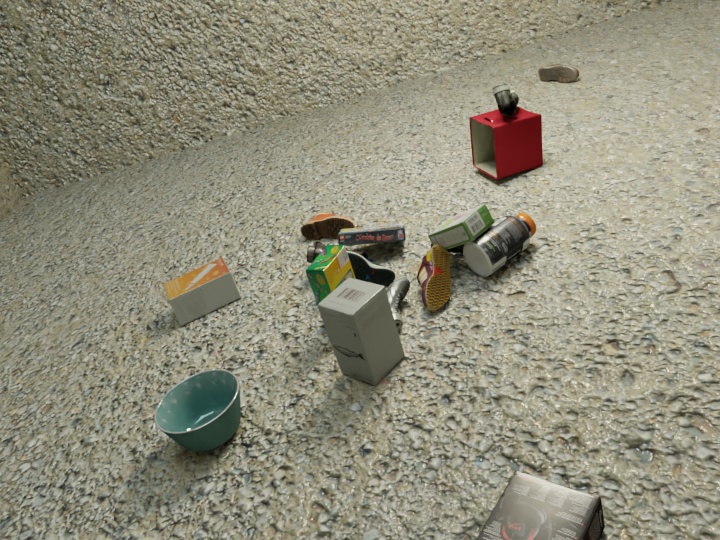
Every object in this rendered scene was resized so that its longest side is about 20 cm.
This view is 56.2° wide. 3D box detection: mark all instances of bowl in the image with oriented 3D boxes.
[{"bbox_3d":[-0.349,0.328,1.520,0.198,0.106,0.202,-14,30,8],"label":"bowl"}]

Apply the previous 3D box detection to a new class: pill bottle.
[{"bbox_3d":[0.375,-0.077,1.785,0.199,0.107,0.106,-33,32,-23],"label":"pill bottle"}]

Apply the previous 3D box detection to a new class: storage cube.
[{"bbox_3d":[0.481,-0.426,2.229,0.178,0.202,0.171,-18,28,-13],"label":"storage cube"}]

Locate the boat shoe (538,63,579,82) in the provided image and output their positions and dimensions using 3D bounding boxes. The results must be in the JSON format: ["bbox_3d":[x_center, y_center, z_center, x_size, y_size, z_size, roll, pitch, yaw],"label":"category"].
[{"bbox_3d":[0.841,-0.838,2.836,0.071,0.076,0.199,-30,33,-24],"label":"boat shoe"}]

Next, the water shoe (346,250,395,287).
[{"bbox_3d":[0.000,0.000,1.831,0.079,0.199,0.072,17,84,60],"label":"water shoe"}]

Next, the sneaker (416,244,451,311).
[{"bbox_3d":[0.186,0.033,1.758,0.090,0.074,0.202,-49,22,50],"label":"sneaker"}]

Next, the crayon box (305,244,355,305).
[{"bbox_3d":[-0.061,0.051,1.724,0.058,0.202,0.119,1,34,30],"label":"crayon box"}]

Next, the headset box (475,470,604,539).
[{"bbox_3d":[0.267,0.424,1.036,0.147,0.076,0.200,7,38,38],"label":"headset box"}]

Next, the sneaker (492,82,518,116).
[{"bbox_3d":[0.470,-0.532,2.159,0.066,0.092,0.200,-15,-5,23],"label":"sneaker"}]

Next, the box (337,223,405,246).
[{"bbox_3d":[0.035,-0.107,2.023,0.197,0.038,0.137,-5,10,3],"label":"box"}]

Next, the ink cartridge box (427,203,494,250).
[{"bbox_3d":[0.252,-0.105,1.808,0.104,0.060,0.199,-36,9,-33],"label":"ink cartridge box"}]

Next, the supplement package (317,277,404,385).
[{"bbox_3d":[0.004,0.138,1.538,0.116,0.202,0.117,11,40,42],"label":"supplement package"}]

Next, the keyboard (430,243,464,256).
[{"bbox_3d":[0.292,-0.082,1.911,0.198,0.040,0.104,5,36,37],"label":"keyboard"}]

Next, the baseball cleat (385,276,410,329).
[{"bbox_3d":[0.085,0.100,1.710,0.106,0.070,0.200,20,56,39],"label":"baseball cleat"}]

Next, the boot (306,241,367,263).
[{"bbox_3d":[-0.064,-0.042,2.019,0.172,0.070,0.200,5,7,5],"label":"boot"}]

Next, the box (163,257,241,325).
[{"bbox_3d":[-0.481,0.062,2.051,0.198,0.098,0.124,-26,30,-13],"label":"box"}]

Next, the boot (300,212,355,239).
[{"bbox_3d":[-0.093,-0.159,2.232,0.198,0.076,0.107,-1,29,31],"label":"boot"}]
